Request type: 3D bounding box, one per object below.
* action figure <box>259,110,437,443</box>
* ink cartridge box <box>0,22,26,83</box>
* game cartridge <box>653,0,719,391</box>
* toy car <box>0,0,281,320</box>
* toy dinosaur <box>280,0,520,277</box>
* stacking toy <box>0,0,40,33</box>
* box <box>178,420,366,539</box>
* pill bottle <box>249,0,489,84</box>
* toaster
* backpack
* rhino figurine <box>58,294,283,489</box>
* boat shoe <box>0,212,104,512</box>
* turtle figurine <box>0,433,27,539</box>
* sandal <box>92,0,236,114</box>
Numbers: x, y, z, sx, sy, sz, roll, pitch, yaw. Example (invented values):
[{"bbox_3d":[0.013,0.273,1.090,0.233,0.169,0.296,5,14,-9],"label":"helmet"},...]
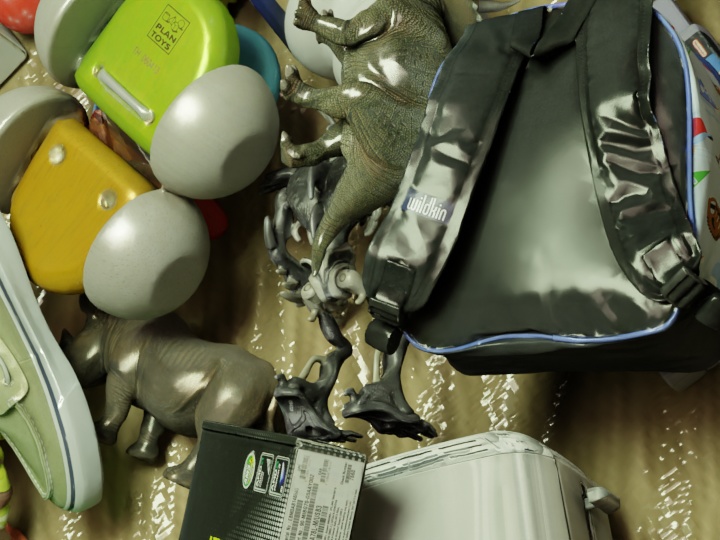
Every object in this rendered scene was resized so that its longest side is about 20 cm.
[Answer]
[{"bbox_3d":[0.000,0.000,1.547,0.118,0.102,0.201,-11,66,31],"label":"action figure"},{"bbox_3d":[-0.336,-0.165,1.829,0.146,0.084,0.200,-45,54,7],"label":"ink cartridge box"},{"bbox_3d":[0.173,-0.048,1.504,0.130,0.038,0.200,-41,54,14],"label":"game cartridge"},{"bbox_3d":[-0.119,-0.074,1.612,0.175,0.150,0.201,41,110,32],"label":"toy car"},{"bbox_3d":[0.012,-0.095,1.479,0.102,0.077,0.201,12,73,15],"label":"toy dinosaur"},{"bbox_3d":[-0.222,-0.250,1.809,0.085,0.085,0.201,-18,68,23],"label":"stacking toy"},{"bbox_3d":[-0.063,0.184,1.451,0.193,0.047,0.201,-177,100,-70],"label":"box"},{"bbox_3d":[-0.013,-0.186,1.624,0.116,0.116,0.200,-43,54,8],"label":"pill bottle"},{"bbox_3d":[0.047,0.169,1.437,0.199,0.114,0.130,-18,57,28],"label":"toaster"},{"bbox_3d":[0.117,-0.041,1.424,0.199,0.154,0.192,-2,77,24],"label":"backpack"},{"bbox_3d":[-0.123,0.067,1.615,0.199,0.060,0.088,24,87,37],"label":"rhino figurine"},{"bbox_3d":[-0.212,0.053,1.593,0.201,0.062,0.072,66,154,4],"label":"boat shoe"},{"bbox_3d":[-0.248,0.087,1.625,0.064,0.161,0.201,-35,64,26],"label":"turtle figurine"},{"bbox_3d":[-0.129,-0.172,1.708,0.079,0.087,0.201,2,69,33],"label":"sandal"}]
